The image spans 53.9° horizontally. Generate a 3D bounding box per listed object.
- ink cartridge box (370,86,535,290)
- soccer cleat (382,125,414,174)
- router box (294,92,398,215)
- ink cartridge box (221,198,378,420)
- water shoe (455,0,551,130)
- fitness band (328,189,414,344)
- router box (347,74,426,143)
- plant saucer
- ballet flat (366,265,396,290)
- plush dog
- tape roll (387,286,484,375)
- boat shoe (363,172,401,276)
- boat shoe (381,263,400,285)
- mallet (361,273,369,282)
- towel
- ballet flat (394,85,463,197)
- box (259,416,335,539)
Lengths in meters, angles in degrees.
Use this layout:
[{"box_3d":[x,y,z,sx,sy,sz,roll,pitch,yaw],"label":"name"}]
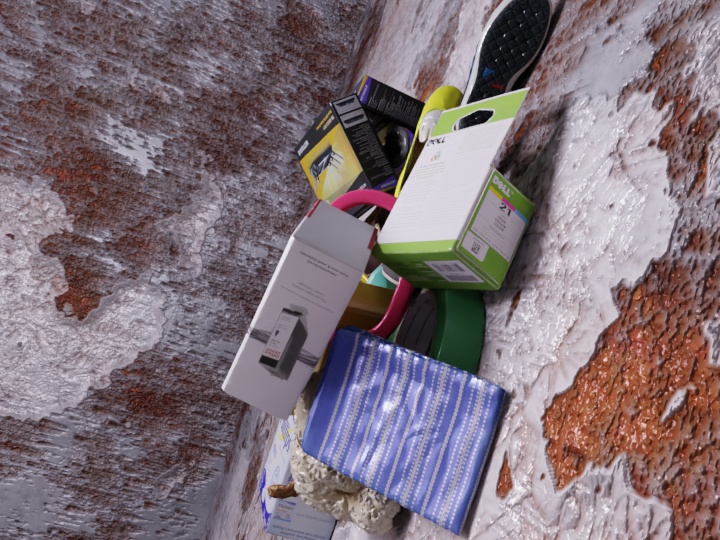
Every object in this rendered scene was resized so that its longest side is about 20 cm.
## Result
[{"box_3d":[0.116,-0.085,0.766,0.147,0.076,0.201,0,59,58],"label":"ink cartridge box"},{"box_3d":[0.072,-0.194,1.174,0.200,0.073,0.069,158,112,-80],"label":"soccer cleat"},{"box_3d":[-0.027,-0.170,1.149,0.158,0.052,0.200,63,156,2],"label":"router box"},{"box_3d":[-0.064,0.041,0.789,0.201,0.082,0.147,-63,3,23],"label":"ink cartridge box"},{"box_3d":[0.168,-0.259,0.884,0.079,0.071,0.201,-82,15,-60],"label":"water shoe"},{"box_3d":[0.000,0.000,0.878,0.037,0.143,0.201,-4,-66,-78],"label":"fitness band"},{"box_3d":[0.047,-0.256,1.219,0.200,0.156,0.053,180,112,-77],"label":"router box"},{"box_3d":[-0.013,0.116,0.972,0.048,0.199,0.201,21,95,46],"label":"plant saucer"},{"box_3d":[0.023,0.093,1.088,0.070,0.067,0.201,45,119,50],"label":"ballet flat"},{"box_3d":[-0.036,0.198,0.853,0.200,0.159,0.173,-100,8,-67],"label":"plush dog"},{"box_3d":[0.078,0.099,0.830,0.200,0.048,0.202,-162,90,-79],"label":"tape roll"},{"box_3d":[0.038,-0.066,1.185,0.201,0.072,0.072,-60,4,25],"label":"boat shoe"},{"box_3d":[0.066,-0.024,1.016,0.200,0.066,0.057,-101,24,-73],"label":"boat shoe"},{"box_3d":[-0.012,-0.020,1.188,0.200,0.041,0.066,54,134,24],"label":"mallet"},{"box_3d":[0.034,0.149,0.702,0.199,0.024,0.146,18,88,35],"label":"towel"},{"box_3d":[0.094,-0.153,0.958,0.067,0.066,0.201,-32,-37,-78],"label":"ballet flat"},{"box_3d":[-0.082,0.299,1.135,0.184,0.104,0.201,-152,81,-78],"label":"box"}]
